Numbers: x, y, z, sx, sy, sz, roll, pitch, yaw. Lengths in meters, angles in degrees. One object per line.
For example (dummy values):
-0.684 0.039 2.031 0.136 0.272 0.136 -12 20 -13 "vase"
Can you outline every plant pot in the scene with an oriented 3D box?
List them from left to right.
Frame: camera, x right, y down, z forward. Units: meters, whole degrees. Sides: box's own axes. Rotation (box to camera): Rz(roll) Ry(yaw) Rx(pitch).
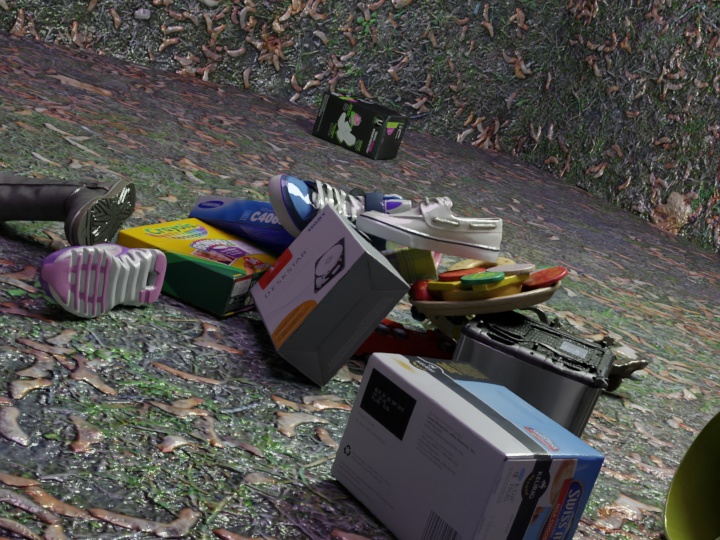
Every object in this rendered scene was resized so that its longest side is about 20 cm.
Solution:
0.449 0.255 1.234 0.200 0.187 0.187 32 12 -8 "plant pot"

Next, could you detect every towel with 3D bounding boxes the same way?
0.000 0.000 1.609 0.200 0.023 0.144 -8 -17 5 "towel"

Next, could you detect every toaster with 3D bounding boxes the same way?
0.204 0.130 1.455 0.181 0.119 0.200 21 13 12 "toaster"

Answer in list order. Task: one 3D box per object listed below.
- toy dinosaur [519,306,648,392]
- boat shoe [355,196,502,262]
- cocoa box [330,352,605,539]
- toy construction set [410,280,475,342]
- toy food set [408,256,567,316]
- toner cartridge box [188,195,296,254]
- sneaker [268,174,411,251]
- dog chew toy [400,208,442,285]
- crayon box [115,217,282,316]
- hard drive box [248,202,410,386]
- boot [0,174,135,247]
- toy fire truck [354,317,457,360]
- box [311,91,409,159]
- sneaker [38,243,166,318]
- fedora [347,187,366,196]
0.309 0.120 1.722 0.200 0.077 0.102 21 -23 15 "toy dinosaur"
0.090 -0.060 1.499 0.200 0.070 0.071 11 6 -21 "boat shoe"
0.093 0.177 1.093 0.131 0.133 0.200 8 17 -39 "cocoa box"
0.144 0.069 1.643 0.131 0.092 0.200 4 14 -37 "toy construction set"
0.159 0.018 1.516 0.200 0.049 0.198 -12 8 -42 "toy food set"
-0.140 -0.055 1.685 0.200 0.043 0.095 9 -31 40 "toner cartridge box"
-0.011 -0.082 1.557 0.200 0.146 0.081 44 33 -47 "sneaker"
0.031 -0.049 1.945 0.200 0.125 0.125 14 12 16 "dog chew toy"
-0.202 -0.009 1.588 0.172 0.058 0.200 23 14 17 "crayon box"
-0.042 0.025 1.437 0.077 0.156 0.200 40 4 -22 "hard drive box"
-0.401 -0.078 1.503 0.200 0.073 0.182 9 18 8 "boot"
0.024 0.079 1.566 0.200 0.049 0.141 16 12 -17 "toy fire truck"
0.002 -0.385 3.189 0.200 0.124 0.149 25 16 20 "box"
-0.310 0.004 1.378 0.088 0.081 0.200 17 7 22 "sneaker"
-0.020 -0.025 1.771 0.092 0.201 0.201 -12 6 16 "fedora"
